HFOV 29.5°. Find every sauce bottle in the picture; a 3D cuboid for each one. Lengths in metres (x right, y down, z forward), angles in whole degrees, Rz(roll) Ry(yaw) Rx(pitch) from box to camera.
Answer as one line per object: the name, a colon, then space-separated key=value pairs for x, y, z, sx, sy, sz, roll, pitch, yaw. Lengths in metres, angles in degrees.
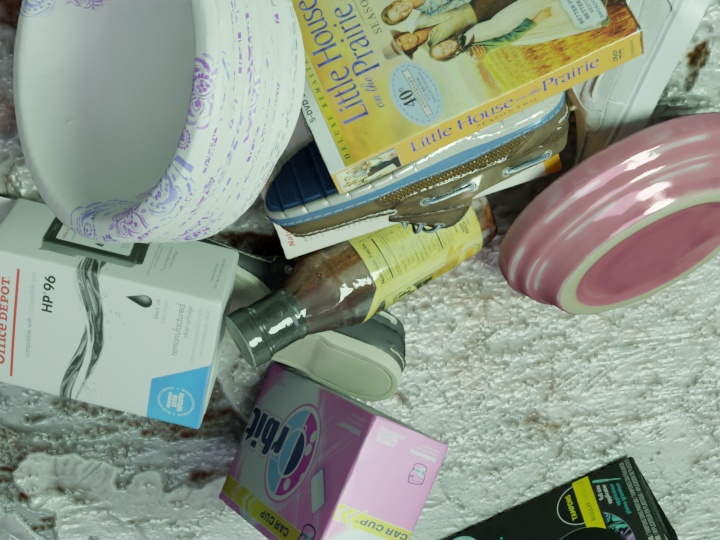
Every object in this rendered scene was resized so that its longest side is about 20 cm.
sauce bottle: x=0.000 y=0.000 z=0.949 sx=0.199 sy=0.066 sz=0.066 roll=-30 pitch=130 yaw=-14

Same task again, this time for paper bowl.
paper bowl: x=-0.111 y=-0.117 z=0.804 sx=0.104 sy=0.201 sz=0.201 roll=-3 pitch=134 yaw=-45

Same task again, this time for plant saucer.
plant saucer: x=0.195 y=-0.030 z=0.957 sx=0.199 sy=0.051 sz=0.201 roll=-21 pitch=155 yaw=-10

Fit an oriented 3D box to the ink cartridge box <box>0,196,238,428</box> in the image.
ink cartridge box: x=-0.193 y=0.026 z=0.943 sx=0.199 sy=0.068 sz=0.117 roll=13 pitch=125 yaw=-1

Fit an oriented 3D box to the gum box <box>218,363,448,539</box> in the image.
gum box: x=-0.028 y=0.147 z=1.004 sx=0.066 sy=0.200 sz=0.114 roll=25 pitch=86 yaw=-26

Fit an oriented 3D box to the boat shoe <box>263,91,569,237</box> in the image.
boat shoe: x=0.039 y=-0.060 z=0.852 sx=0.199 sy=0.072 sz=0.073 roll=-22 pitch=130 yaw=7

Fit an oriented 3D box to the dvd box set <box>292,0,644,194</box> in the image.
dvd box set: x=0.049 y=-0.149 z=0.825 sx=0.199 sy=0.147 sz=0.029 roll=-24 pitch=153 yaw=2

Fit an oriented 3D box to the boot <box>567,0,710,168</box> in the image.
boot: x=0.158 y=-0.138 z=0.922 sx=0.095 sy=0.074 sz=0.201 roll=25 pitch=133 yaw=5

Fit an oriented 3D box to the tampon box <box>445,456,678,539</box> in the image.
tampon box: x=0.186 y=0.287 z=1.187 sx=0.199 sy=0.150 sz=0.126 roll=-27 pitch=127 yaw=10

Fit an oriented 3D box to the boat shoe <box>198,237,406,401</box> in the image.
boat shoe: x=-0.054 y=0.024 z=1.003 sx=0.199 sy=0.063 sz=0.073 roll=29 pitch=137 yaw=-8

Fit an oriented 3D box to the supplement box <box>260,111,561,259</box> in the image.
supplement box: x=0.021 y=-0.103 z=0.909 sx=0.199 sy=0.074 sz=0.127 roll=-17 pitch=128 yaw=3
